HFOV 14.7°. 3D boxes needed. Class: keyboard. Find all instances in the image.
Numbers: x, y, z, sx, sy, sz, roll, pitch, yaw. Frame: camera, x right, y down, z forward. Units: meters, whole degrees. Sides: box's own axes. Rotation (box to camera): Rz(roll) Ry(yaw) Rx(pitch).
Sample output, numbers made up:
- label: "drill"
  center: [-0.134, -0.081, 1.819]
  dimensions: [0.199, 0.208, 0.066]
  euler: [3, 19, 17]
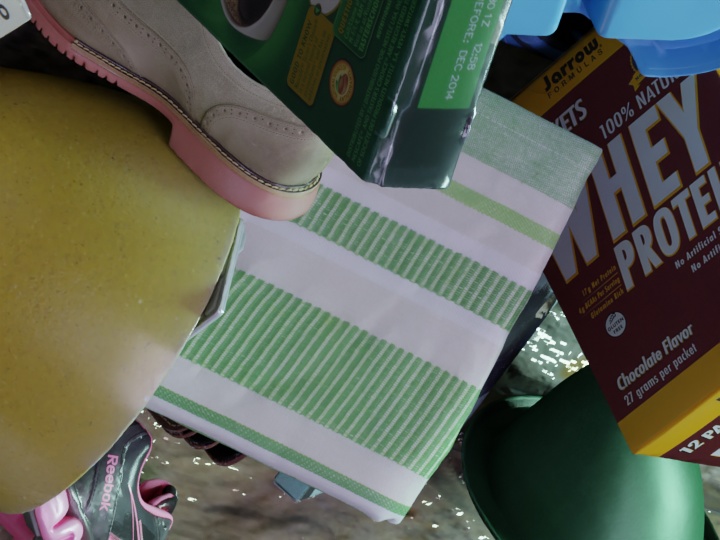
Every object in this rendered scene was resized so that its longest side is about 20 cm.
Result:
- label: "keyboard"
  center: [-0.116, 0.042, 1.274]
  dimensions: [0.011, 0.056, 0.200]
  euler: [37, 133, -18]

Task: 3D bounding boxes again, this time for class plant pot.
- label: "plant pot"
  center: [-0.168, -0.012, 1.256]
  dimensions: [0.142, 0.200, 0.200]
  euler: [33, 100, -23]

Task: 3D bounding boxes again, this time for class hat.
- label: "hat"
  center: [0.161, 0.070, 1.512]
  dimensions: [0.165, 0.200, 0.176]
  euler: [-22, 152, -52]

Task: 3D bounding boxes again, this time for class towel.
- label: "towel"
  center: [0.000, 0.000, 1.286]
  dimensions: [0.152, 0.023, 0.201]
  euler: [26, 90, -7]

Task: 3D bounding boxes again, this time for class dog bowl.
- label: "dog bowl"
  center: [0.101, -0.141, 1.252]
  dimensions: [0.199, 0.050, 0.112]
  euler: [1, 146, -10]

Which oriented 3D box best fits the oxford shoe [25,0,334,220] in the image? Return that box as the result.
- label: "oxford shoe"
  center: [-0.081, -0.113, 1.230]
  dimensions: [0.071, 0.200, 0.074]
  euler: [-36, 163, -52]

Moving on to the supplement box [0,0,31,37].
- label: "supplement box"
  center: [-0.254, -0.104, 1.160]
  dimensions: [0.200, 0.126, 0.074]
  euler: [-33, 132, -9]

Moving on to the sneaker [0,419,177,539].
- label: "sneaker"
  center: [-0.130, 0.154, 1.466]
  dimensions: [0.095, 0.079, 0.201]
  euler: [-32, 135, -27]

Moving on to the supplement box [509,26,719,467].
- label: "supplement box"
  center: [0.196, -0.016, 1.392]
  dimensions: [0.133, 0.198, 0.200]
  euler: [-41, 148, 27]

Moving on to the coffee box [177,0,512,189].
- label: "coffee box"
  center: [-0.013, -0.131, 1.073]
  dimensions: [0.044, 0.200, 0.123]
  euler: [2, 118, -35]

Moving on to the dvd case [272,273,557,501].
- label: "dvd case"
  center: [0.041, 0.048, 1.459]
  dimensions: [0.146, 0.022, 0.200]
  euler: [-54, 163, 18]

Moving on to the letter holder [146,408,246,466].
- label: "letter holder"
  center: [-0.022, 0.005, 1.378]
  dimensions: [0.200, 0.142, 0.101]
  euler: [-43, 134, -1]

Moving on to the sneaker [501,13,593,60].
- label: "sneaker"
  center: [0.131, -0.126, 1.429]
  dimensions: [0.200, 0.078, 0.066]
  euler: [8, 114, -47]
